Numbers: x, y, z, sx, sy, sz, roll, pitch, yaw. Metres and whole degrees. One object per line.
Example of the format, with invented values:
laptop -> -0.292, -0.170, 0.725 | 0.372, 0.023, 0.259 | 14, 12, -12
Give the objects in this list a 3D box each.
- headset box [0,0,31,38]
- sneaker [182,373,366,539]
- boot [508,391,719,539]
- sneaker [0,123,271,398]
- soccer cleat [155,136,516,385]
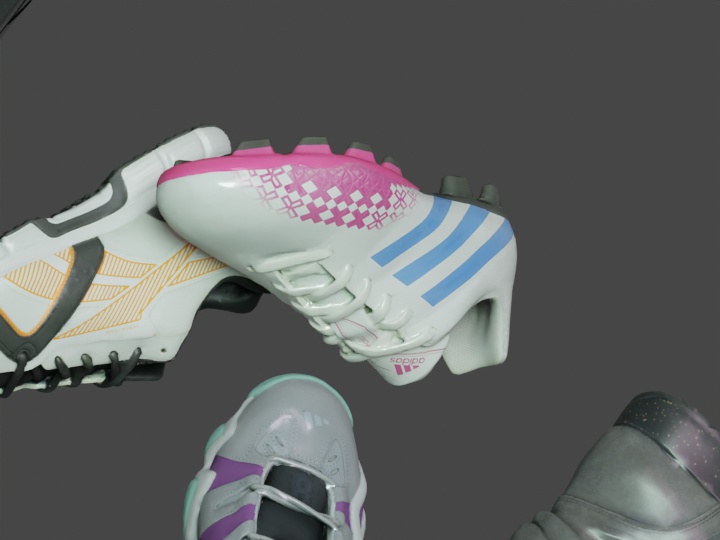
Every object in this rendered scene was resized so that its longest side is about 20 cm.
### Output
headset box -> -0.237, -0.131, 0.908 | 0.200, 0.075, 0.149 | 37, 65, -8
sneaker -> -0.024, 0.124, 0.881 | 0.078, 0.140, 0.200 | 18, 70, -16
boot -> 0.146, 0.161, 0.988 | 0.200, 0.070, 0.132 | 42, 67, 6
sneaker -> -0.115, 0.018, 0.915 | 0.200, 0.074, 0.080 | -31, 90, -26
soccer cleat -> 0.000, 0.000, 0.932 | 0.200, 0.070, 0.086 | 9, 74, -50
